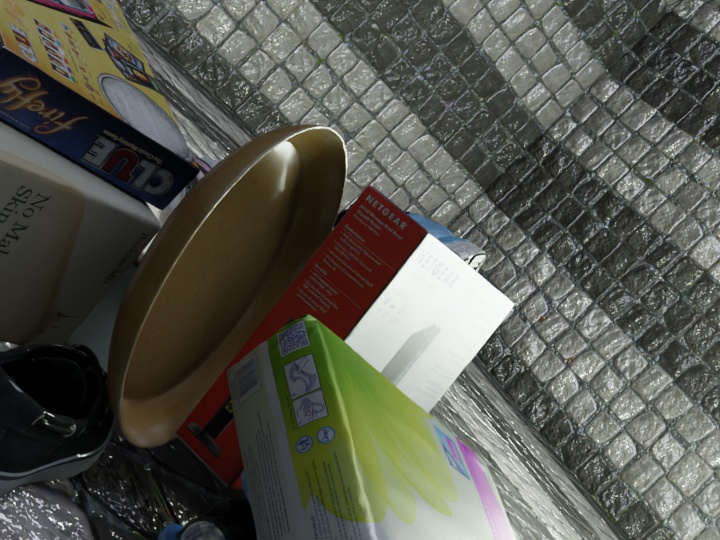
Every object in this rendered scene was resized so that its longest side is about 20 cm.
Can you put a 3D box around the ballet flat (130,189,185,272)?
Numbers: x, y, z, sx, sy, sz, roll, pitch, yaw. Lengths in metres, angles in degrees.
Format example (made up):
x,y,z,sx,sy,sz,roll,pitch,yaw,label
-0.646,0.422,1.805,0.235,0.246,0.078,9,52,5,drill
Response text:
x,y,z,sx,sy,sz,roll,pitch,yaw,label
-0.153,-0.071,0.787,0.200,0.069,0.069,52,8,38,ballet flat

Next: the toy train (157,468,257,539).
x,y,z,sx,sy,sz,roll,pitch,yaw,label
-0.030,0.172,0.663,0.114,0.087,0.200,57,11,20,toy train

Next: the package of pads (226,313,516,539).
x,y,z,sx,sy,sz,roll,pitch,yaw,label
0.018,0.136,0.614,0.200,0.068,0.155,42,22,-44,package of pads

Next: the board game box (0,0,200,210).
x,y,z,sx,sy,sz,roll,pitch,yaw,label
-0.176,-0.132,0.682,0.135,0.035,0.200,32,20,-44,board game box

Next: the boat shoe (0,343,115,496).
x,y,z,sx,sy,sz,roll,pitch,yaw,label
-0.156,0.067,0.604,0.069,0.057,0.200,46,5,1,boat shoe

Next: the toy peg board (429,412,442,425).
x,y,z,sx,sy,sz,roll,pitch,yaw,label
-0.013,0.114,1.022,0.199,0.098,0.200,47,-2,14,toy peg board

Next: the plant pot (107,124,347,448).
x,y,z,sx,sy,sz,roll,pitch,yaw,label
-0.074,0.005,0.654,0.027,0.201,0.200,31,2,14,plant pot

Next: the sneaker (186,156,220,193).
x,y,z,sx,sy,sz,roll,pitch,yaw,label
-0.120,-0.021,0.851,0.086,0.080,0.200,23,20,-38,sneaker

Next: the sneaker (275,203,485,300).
x,y,z,sx,sy,sz,roll,pitch,yaw,label
0.000,0.000,0.839,0.090,0.079,0.200,42,28,23,sneaker

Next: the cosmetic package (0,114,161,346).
x,y,z,sx,sy,sz,roll,pitch,yaw,label
-0.206,-0.032,0.597,0.073,0.104,0.200,48,13,30,cosmetic package

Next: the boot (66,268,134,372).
x,y,z,sx,sy,sz,roll,pitch,yaw,label
-0.154,0.038,0.831,0.096,0.074,0.200,43,-7,48,boot

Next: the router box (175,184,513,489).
x,y,z,sx,sy,sz,roll,pitch,yaw,label
0.000,0.057,0.747,0.049,0.180,0.200,40,4,24,router box
